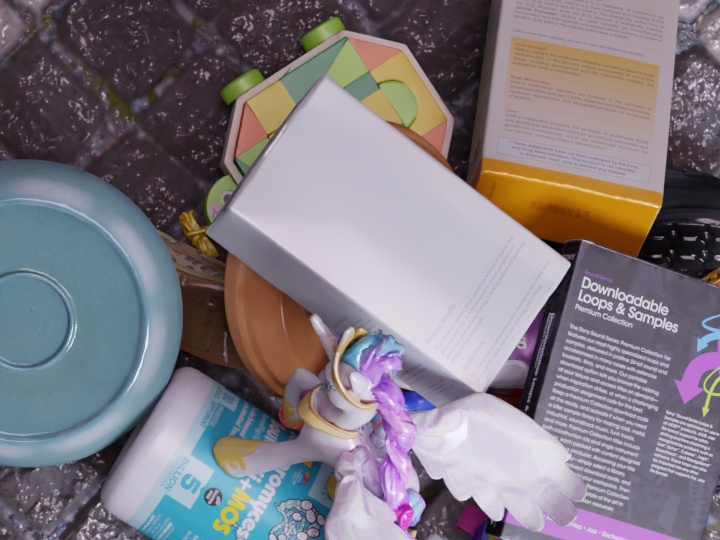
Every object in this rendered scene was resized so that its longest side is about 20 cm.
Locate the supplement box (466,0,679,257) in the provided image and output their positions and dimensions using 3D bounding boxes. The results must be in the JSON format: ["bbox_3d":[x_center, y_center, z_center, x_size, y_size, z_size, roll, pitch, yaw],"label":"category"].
[{"bbox_3d":[0.145,-0.119,1.657,0.125,0.074,0.201,11,59,-3],"label":"supplement box"}]

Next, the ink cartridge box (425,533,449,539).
[{"bbox_3d":[0.032,0.291,1.584,0.084,0.145,0.200,32,75,31],"label":"ink cartridge box"}]

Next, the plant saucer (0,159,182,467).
[{"bbox_3d":[-0.213,0.031,1.541,0.199,0.027,0.201,0,100,-1],"label":"plant saucer"}]

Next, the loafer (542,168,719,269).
[{"bbox_3d":[0.170,-0.044,1.703,0.199,0.068,0.071,5,41,-1],"label":"loafer"}]

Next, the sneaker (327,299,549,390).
[{"bbox_3d":[0.064,0.051,1.614,0.199,0.100,0.075,8,80,-17],"label":"sneaker"}]

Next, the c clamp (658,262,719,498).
[{"bbox_3d":[0.202,0.076,1.667,0.170,0.027,0.201,-29,83,16],"label":"c clamp"}]

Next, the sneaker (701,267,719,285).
[{"bbox_3d":[0.262,0.022,1.703,0.077,0.073,0.200,39,78,-8],"label":"sneaker"}]

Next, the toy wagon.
[{"bbox_3d":[-0.033,-0.073,1.674,0.200,0.040,0.156,-34,90,-13],"label":"toy wagon"}]

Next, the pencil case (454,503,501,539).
[{"bbox_3d":[0.159,0.221,1.640,0.200,0.088,0.089,41,78,-15],"label":"pencil case"}]

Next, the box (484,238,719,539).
[{"bbox_3d":[0.173,0.094,1.580,0.142,0.036,0.201,18,85,-19],"label":"box"}]

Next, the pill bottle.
[{"bbox_3d":[-0.063,0.158,1.605,0.199,0.111,0.111,32,79,-6],"label":"pill bottle"}]

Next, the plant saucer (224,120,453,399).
[{"bbox_3d":[0.000,0.000,1.618,0.199,0.037,0.201,-15,115,-35],"label":"plant saucer"}]

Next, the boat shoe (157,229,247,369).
[{"bbox_3d":[-0.144,0.009,1.639,0.199,0.063,0.074,25,105,-5],"label":"boat shoe"}]

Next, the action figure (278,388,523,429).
[{"bbox_3d":[0.029,0.099,1.625,0.199,0.052,0.066,4,105,-39],"label":"action figure"}]

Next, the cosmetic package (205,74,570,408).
[{"bbox_3d":[0.016,-0.014,1.521,0.200,0.081,0.113,38,72,-3],"label":"cosmetic package"}]

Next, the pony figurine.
[{"bbox_3d":[0.010,0.126,1.468,0.193,0.200,0.166,48,60,3],"label":"pony figurine"}]
